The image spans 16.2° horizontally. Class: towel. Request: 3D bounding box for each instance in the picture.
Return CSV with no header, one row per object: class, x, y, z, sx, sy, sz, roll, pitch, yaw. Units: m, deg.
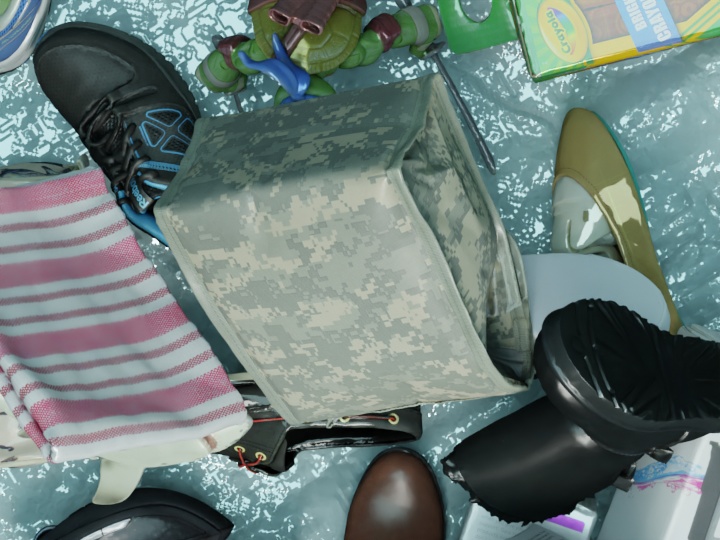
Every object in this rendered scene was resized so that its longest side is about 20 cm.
towel,-0.168,0.023,1.490,0.200,0.146,0.030,55,132,24

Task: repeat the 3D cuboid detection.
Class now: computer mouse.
computer mouse,-0.184,0.172,1.588,0.200,0.140,0.046,-13,90,5

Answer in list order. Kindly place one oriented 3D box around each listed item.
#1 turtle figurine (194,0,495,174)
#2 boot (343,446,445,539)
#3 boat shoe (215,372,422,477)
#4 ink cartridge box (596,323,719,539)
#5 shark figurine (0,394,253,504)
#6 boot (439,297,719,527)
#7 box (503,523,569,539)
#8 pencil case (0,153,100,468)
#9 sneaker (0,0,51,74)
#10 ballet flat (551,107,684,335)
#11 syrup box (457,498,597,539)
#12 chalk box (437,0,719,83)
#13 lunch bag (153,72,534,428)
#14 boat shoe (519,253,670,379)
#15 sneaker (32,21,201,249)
turtle figurine,-0.028,-0.157,1.591,0.144,0.200,0.194,-15,67,33
boot,0.005,0.211,1.546,0.068,0.200,0.189,18,95,3
boat shoe,-0.060,0.097,1.604,0.201,0.074,0.063,-10,74,1
ink cartridge box,0.238,0.153,1.563,0.147,0.086,0.200,18,96,-21
shark figurine,-0.181,0.063,1.557,0.214,0.090,0.128,26,139,-13
boot,0.117,0.087,1.457,0.162,0.198,0.073,-28,64,32
box,0.093,0.269,1.483,0.101,0.112,0.200,25,107,22
pencil case,-0.211,0.026,1.612,0.089,0.078,0.200,-1,94,-8
sneaker,-0.214,-0.222,1.598,0.076,0.077,0.200,13,93,5
ballet flat,0.156,-0.003,1.585,0.063,0.069,0.200,-23,92,-24
syrup box,0.084,0.228,1.603,0.081,0.079,0.200,19,94,3
chalk box,0.144,-0.187,1.552,0.200,0.124,0.125,-14,92,4
lunch bag,0.000,0.000,1.493,0.164,0.118,0.200,-10,124,24
boat shoe,0.106,0.036,1.563,0.200,0.068,0.072,3,50,32
sneaker,-0.134,-0.078,1.590,0.200,0.082,0.073,43,121,2
